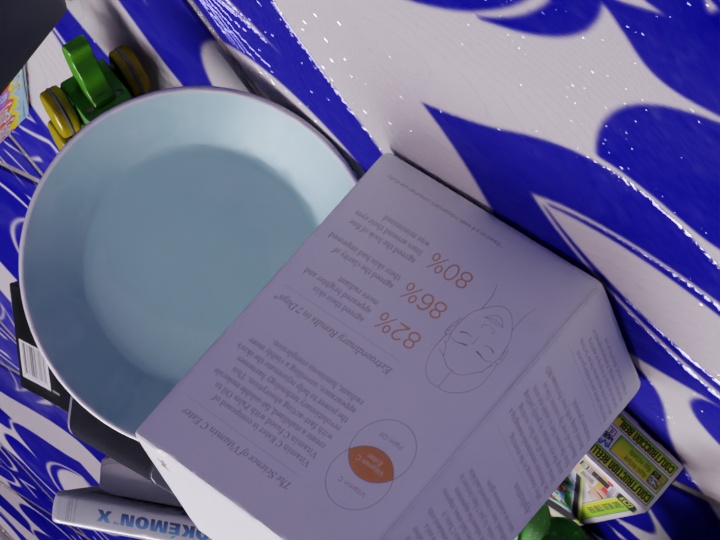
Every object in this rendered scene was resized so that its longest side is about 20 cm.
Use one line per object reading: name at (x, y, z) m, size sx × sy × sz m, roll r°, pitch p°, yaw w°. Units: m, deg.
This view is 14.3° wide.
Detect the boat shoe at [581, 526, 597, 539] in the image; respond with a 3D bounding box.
boat shoe at (0.067, 0.164, 1.829) m, size 0.072 × 0.065 × 0.200 m, roll 37°, pitch 170°, yaw -40°

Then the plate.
plate at (-0.085, -0.001, 1.554) m, size 0.200 × 0.200 × 0.026 m, roll 43°, pitch -169°, yaw -4°

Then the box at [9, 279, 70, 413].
box at (-0.108, 0.046, 1.786) m, size 0.200 × 0.141 × 0.079 m, roll 23°, pitch 123°, yaw 50°

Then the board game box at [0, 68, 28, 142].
board game box at (-0.322, -0.081, 1.880) m, size 0.105 × 0.200 × 0.103 m, roll 41°, pitch 165°, yaw 6°

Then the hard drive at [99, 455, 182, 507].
hard drive at (-0.067, 0.111, 1.809) m, size 0.131 × 0.027 × 0.200 m, roll 9°, pitch -166°, yaw 15°

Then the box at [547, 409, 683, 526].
box at (0.102, 0.094, 1.618) m, size 0.110 × 0.035 × 0.200 m, roll 43°, pitch 165°, yaw -3°

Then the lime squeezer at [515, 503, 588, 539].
lime squeezer at (0.110, 0.147, 1.588) m, size 0.070 × 0.038 × 0.200 m, roll 13°, pitch 160°, yaw 46°

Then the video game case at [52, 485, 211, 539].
video game case at (-0.077, 0.159, 1.798) m, size 0.181 × 0.022 × 0.200 m, roll 9°, pitch 179°, yaw 12°

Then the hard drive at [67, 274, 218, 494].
hard drive at (-0.105, 0.019, 1.632) m, size 0.042 × 0.201 × 0.135 m, roll 12°, pitch -173°, yaw -37°

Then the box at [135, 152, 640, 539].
box at (0.016, 0.070, 1.445) m, size 0.152 × 0.200 × 0.107 m, roll 33°, pitch 163°, yaw 32°

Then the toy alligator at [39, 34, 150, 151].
toy alligator at (-0.146, -0.076, 1.694) m, size 0.054 × 0.059 × 0.200 m, roll 56°, pitch 169°, yaw 19°

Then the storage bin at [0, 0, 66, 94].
storage bin at (-0.257, -0.161, 1.618) m, size 0.145 × 0.134 × 0.200 m, roll 29°, pitch 161°, yaw 41°
